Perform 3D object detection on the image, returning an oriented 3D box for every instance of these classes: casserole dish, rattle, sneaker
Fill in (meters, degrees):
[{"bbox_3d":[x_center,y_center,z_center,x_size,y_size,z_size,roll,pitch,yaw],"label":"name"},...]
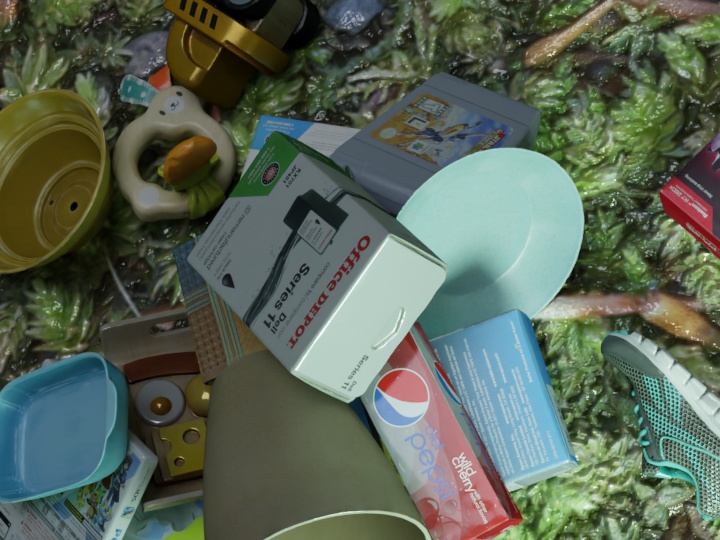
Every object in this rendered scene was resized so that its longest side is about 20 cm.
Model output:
[{"bbox_3d":[-0.272,0.147,1.640,0.200,0.039,0.121,-21,63,41],"label":"casserole dish"},{"bbox_3d":[-0.200,-0.159,1.804,0.130,0.143,0.200,-13,63,12],"label":"rattle"},{"bbox_3d":[0.264,0.132,1.535,0.091,0.078,0.200,-45,58,1],"label":"sneaker"}]

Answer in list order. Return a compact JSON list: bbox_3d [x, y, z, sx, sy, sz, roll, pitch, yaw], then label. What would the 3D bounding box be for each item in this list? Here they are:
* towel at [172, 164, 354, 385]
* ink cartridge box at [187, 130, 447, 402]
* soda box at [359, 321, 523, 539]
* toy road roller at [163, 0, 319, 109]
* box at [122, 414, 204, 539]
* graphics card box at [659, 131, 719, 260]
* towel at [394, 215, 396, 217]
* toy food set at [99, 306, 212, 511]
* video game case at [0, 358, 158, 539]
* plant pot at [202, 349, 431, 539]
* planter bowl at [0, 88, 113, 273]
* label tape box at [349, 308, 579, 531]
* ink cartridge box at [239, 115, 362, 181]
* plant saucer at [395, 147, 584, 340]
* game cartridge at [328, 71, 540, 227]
[{"bbox_3d":[-0.076,0.005,1.635,0.200,0.022,0.147,-26,65,25],"label":"towel"},{"bbox_3d":[-0.039,-0.006,1.527,0.147,0.083,0.200,-55,44,7],"label":"ink cartridge box"},{"bbox_3d":[0.059,0.140,1.528,0.070,0.063,0.200,-30,74,10],"label":"soda box"},{"bbox_3d":[-0.157,-0.260,1.849,0.200,0.123,0.146,34,93,29],"label":"toy road roller"},{"bbox_3d":[-0.198,0.228,1.678,0.122,0.048,0.200,-32,59,1],"label":"box"},{"bbox_3d":[0.381,-0.093,1.606,0.200,0.051,0.125,-43,59,-3],"label":"graphics card box"},{"bbox_3d":[0.000,0.000,1.664,0.146,0.030,0.200,-6,75,-11],"label":"towel"},{"bbox_3d":[-0.152,0.123,1.668,0.143,0.060,0.200,-12,56,-12],"label":"toy food set"},{"bbox_3d":[-0.278,0.205,1.671,0.200,0.022,0.183,36,103,46],"label":"video game case"},{"bbox_3d":[-0.057,0.171,1.515,0.187,0.187,0.200,-25,54,8],"label":"plant pot"},{"bbox_3d":[-0.314,-0.078,1.834,0.200,0.083,0.201,-13,64,29],"label":"planter bowl"},{"bbox_3d":[0.075,0.136,1.591,0.200,0.066,0.144,-21,75,13],"label":"label tape box"},{"bbox_3d":[-0.064,-0.041,1.736,0.115,0.068,0.200,10,70,20],"label":"ink cartridge box"},{"bbox_3d":[0.103,-0.026,1.607,0.201,0.201,0.039,-39,37,0],"label":"plant saucer"},{"bbox_3d":[0.077,-0.115,1.681,0.133,0.042,0.200,21,42,29],"label":"game cartridge"}]
